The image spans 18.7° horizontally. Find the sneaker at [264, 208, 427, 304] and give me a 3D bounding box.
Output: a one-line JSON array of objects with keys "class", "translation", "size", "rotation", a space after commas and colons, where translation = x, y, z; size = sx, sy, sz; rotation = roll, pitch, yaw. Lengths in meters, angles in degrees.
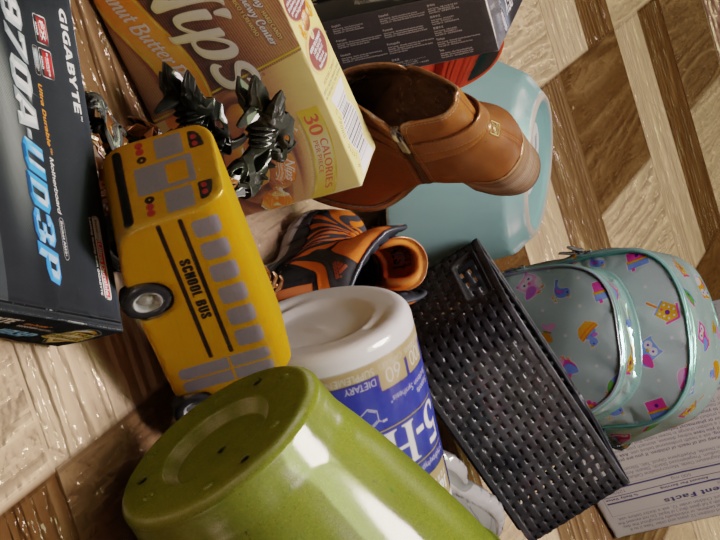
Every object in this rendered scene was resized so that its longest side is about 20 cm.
[{"class": "sneaker", "translation": [0.000, 0.000, 1.510], "size": [0.200, 0.112, 0.078], "rotation": [-54, 127, -64]}]

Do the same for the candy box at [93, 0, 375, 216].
[{"class": "candy box", "translation": [-0.082, -0.134, 1.376], "size": [0.055, 0.115, 0.200], "rotation": [-72, 143, -57]}]

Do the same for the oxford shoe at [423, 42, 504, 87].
[{"class": "oxford shoe", "translation": [0.010, -0.160, 1.643], "size": [0.200, 0.071, 0.073], "rotation": [-18, 55, -34]}]

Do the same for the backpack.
[{"class": "backpack", "translation": [0.204, 0.066, 1.882], "size": [0.153, 0.200, 0.176], "rotation": [24, 56, -65]}]

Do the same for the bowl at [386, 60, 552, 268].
[{"class": "bowl", "translation": [0.093, -0.087, 1.745], "size": [0.201, 0.105, 0.201], "rotation": [6, 90, -76]}]

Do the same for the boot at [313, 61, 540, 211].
[{"class": "boot", "translation": [0.012, -0.097, 1.486], "size": [0.155, 0.200, 0.074], "rotation": [32, 60, -60]}]

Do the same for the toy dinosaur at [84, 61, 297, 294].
[{"class": "toy dinosaur", "translation": [-0.110, -0.048, 1.311], "size": [0.136, 0.102, 0.200], "rotation": [-62, 158, -18]}]

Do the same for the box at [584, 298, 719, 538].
[{"class": "box", "translation": [0.300, 0.145, 2.110], "size": [0.105, 0.184, 0.200], "rotation": [-86, 154, -45]}]

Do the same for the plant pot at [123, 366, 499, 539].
[{"class": "plant pot", "translation": [-0.027, 0.164, 1.226], "size": [0.193, 0.200, 0.200], "rotation": [55, 26, -20]}]

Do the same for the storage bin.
[{"class": "storage bin", "translation": [0.110, 0.093, 1.682], "size": [0.200, 0.094, 0.135], "rotation": [56, 6, -26]}]

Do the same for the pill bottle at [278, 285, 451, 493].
[{"class": "pill bottle", "translation": [-0.006, 0.122, 1.392], "size": [0.120, 0.120, 0.200], "rotation": [-60, 140, -62]}]

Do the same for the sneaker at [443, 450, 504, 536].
[{"class": "sneaker", "translation": [0.046, 0.181, 1.611], "size": [0.082, 0.075, 0.200], "rotation": [-60, 153, -10]}]

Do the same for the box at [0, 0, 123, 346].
[{"class": "box", "translation": [-0.193, -0.066, 1.136], "size": [0.159, 0.046, 0.200], "rotation": [18, 60, -67]}]

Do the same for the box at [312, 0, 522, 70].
[{"class": "box", "translation": [0.011, -0.182, 1.536], "size": [0.158, 0.200, 0.050], "rotation": [-62, 138, -61]}]

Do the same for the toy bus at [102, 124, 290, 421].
[{"class": "toy bus", "translation": [-0.093, 0.010, 1.245], "size": [0.200, 0.078, 0.065], "rotation": [71, 1, -51]}]
